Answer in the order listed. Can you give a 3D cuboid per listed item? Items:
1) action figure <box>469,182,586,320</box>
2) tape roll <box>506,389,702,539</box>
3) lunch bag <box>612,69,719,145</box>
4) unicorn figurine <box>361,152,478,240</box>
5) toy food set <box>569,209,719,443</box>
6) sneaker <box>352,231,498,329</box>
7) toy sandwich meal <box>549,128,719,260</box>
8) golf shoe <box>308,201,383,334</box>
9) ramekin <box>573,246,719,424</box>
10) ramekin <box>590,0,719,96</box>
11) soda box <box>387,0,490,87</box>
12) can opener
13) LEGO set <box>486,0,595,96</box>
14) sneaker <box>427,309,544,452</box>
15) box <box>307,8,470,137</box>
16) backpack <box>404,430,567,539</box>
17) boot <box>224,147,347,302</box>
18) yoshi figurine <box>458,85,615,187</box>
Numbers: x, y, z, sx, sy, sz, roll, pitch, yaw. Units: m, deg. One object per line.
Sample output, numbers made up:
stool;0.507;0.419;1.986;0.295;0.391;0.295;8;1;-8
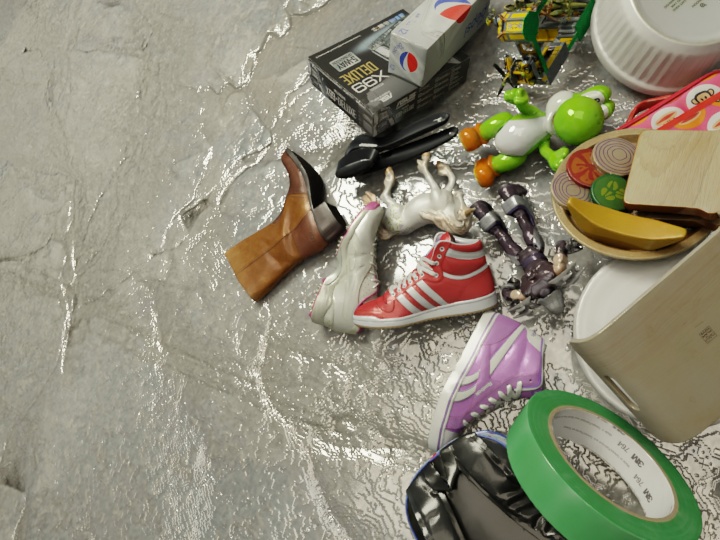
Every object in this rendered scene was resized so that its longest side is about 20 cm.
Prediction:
action figure;0.224;-0.023;0.738;0.130;0.069;0.201;-37;55;26
tape roll;0.256;0.217;0.600;0.200;0.200;0.048;38;118;24
lunch bag;0.417;-0.155;0.713;0.199;0.082;0.177;-32;62;10
unicorn figurine;0.095;-0.099;0.813;0.199;0.073;0.139;-28;61;41
toy food set;0.332;0.059;0.562;0.200;0.060;0.144;-43;94;7
sneaker;0.078;0.011;0.758;0.198;0.071;0.113;-12;103;7
toy sandwich meal;0.319;-0.100;0.632;0.203;0.070;0.207;-9;59;15
golf shoe;0.000;0.000;0.823;0.091;0.075;0.201;26;99;11
ramekin;0.352;0.080;0.651;0.200;0.094;0.204;-5;73;18
ramekin;0.414;-0.341;0.729;0.200;0.094;0.204;-1;82;6
soda box;0.120;-0.361;0.828;0.063;0.068;0.200;31;61;17
can opener;0.054;-0.182;0.840;0.199;0.063;0.079;-14;51;29
LEGO set;0.235;-0.356;0.789;0.115;0.153;0.201;22;83;44
sneaker;0.169;0.160;0.718;0.114;0.073;0.202;27;86;21
box;0.043;-0.309;0.863;0.199;0.050;0.158;-34;64;-20
backpack;0.152;0.284;0.645;0.200;0.154;0.191;-40;75;3
boot;-0.139;-0.078;0.914;0.199;0.068;0.189;-36;74;15
yoshi figurine;0.238;-0.186;0.751;0.199;0.112;0.113;-20;59;26
